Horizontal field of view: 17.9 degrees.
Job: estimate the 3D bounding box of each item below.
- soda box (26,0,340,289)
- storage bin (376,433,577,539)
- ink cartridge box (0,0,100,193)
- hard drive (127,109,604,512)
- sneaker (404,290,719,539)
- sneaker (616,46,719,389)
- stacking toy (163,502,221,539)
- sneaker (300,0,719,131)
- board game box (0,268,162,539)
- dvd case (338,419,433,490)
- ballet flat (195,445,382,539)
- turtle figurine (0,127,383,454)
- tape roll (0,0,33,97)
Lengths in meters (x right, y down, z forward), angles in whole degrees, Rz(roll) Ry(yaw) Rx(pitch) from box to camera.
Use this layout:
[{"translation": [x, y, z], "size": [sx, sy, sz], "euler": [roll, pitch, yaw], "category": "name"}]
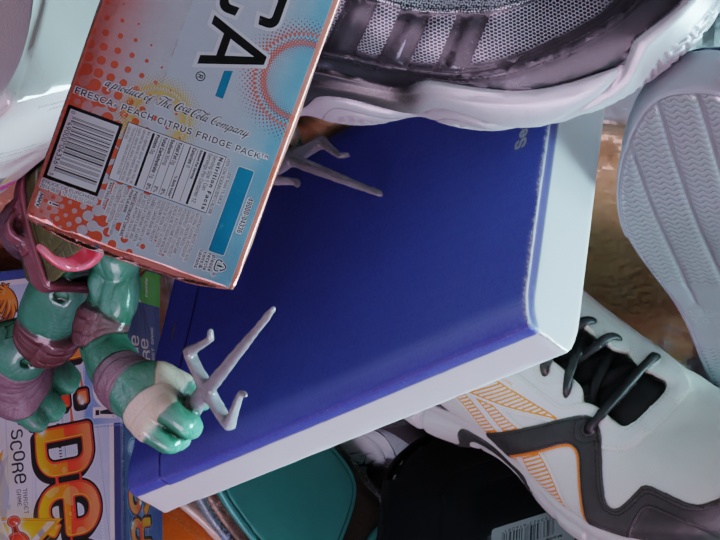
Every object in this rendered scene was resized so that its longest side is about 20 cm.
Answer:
[{"translation": [-0.032, -0.099, 0.643], "size": [0.063, 0.200, 0.068], "euler": [20, -173, -8], "category": "soda box"}, {"translation": [0.082, 0.142, 0.890], "size": [0.135, 0.200, 0.094], "euler": [-19, 120, 17], "category": "storage bin"}, {"translation": [-0.169, -0.071, 0.781], "size": [0.200, 0.067, 0.117], "euler": [-30, 84, 44], "category": "ink cartridge box"}, {"translation": [0.000, 0.000, 0.810], "size": [0.025, 0.132, 0.200], "euler": [34, 139, -31], "category": "hard drive"}, {"translation": [0.073, 0.042, 0.845], "size": [0.200, 0.074, 0.080], "euler": [24, 145, 39], "category": "sneaker"}, {"translation": [0.136, -0.022, 0.788], "size": [0.073, 0.071, 0.200], "euler": [9, 151, 22], "category": "sneaker"}, {"translation": [-0.147, 0.179, 1.023], "size": [0.146, 0.200, 0.146], "euler": [25, 151, 15], "category": "stacking toy"}, {"translation": [0.008, -0.104, 0.716], "size": [0.200, 0.076, 0.114], "euler": [-2, 144, 25], "category": "sneaker"}, {"translation": [-0.146, 0.101, 0.945], "size": [0.135, 0.200, 0.034], "euler": [-7, 169, 25], "category": "board game box"}, {"translation": [0.027, 0.099, 1.028], "size": [0.200, 0.022, 0.146], "euler": [17, 144, -7], "category": "dvd case"}, {"translation": [-0.020, 0.116, 0.998], "size": [0.074, 0.074, 0.200], "euler": [-23, 127, 39], "category": "ballet flat"}, {"translation": [-0.079, -0.012, 0.816], "size": [0.101, 0.150, 0.200], "euler": [39, 149, -17], "category": "turtle figurine"}, {"translation": [-0.187, -0.110, 0.669], "size": [0.203, 0.037, 0.203], "euler": [17, 131, 21], "category": "tape roll"}]
